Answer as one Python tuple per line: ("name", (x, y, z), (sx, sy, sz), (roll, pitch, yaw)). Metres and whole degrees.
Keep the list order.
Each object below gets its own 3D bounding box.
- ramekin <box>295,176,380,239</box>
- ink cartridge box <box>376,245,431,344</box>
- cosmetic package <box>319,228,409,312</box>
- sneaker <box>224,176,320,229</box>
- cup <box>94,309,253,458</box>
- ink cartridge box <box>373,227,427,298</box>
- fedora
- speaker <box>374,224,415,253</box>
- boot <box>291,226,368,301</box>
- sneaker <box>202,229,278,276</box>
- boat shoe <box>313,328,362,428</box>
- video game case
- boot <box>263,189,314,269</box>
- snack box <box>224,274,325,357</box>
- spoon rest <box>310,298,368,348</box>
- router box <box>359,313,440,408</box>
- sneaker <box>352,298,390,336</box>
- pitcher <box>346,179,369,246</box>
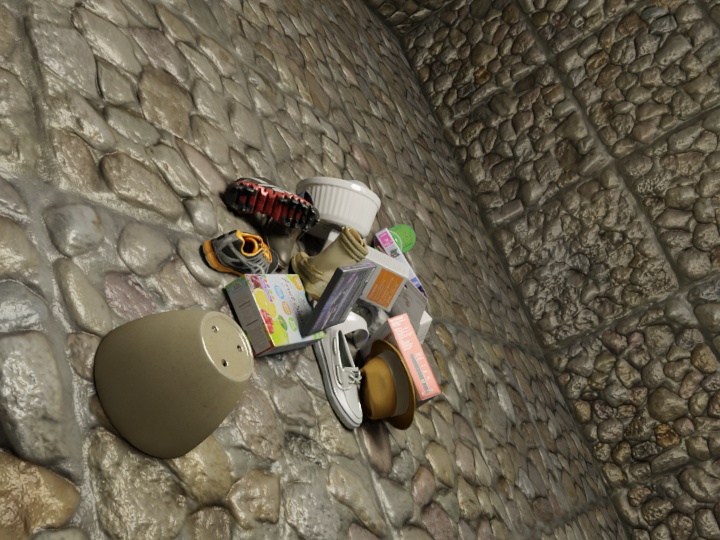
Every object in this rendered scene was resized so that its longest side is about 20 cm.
("ramekin", (-0.060, -0.134, 1.591), (0.202, 0.202, 0.095), (30, 67, -52))
("ink cartridge box", (0.097, 0.060, 1.657), (0.045, 0.177, 0.200), (-19, 53, -31))
("cosmetic package", (0.000, 0.000, 1.550), (0.199, 0.102, 0.071), (25, 22, -5))
("sneaker", (-0.178, -0.144, 1.420), (0.200, 0.071, 0.098), (17, 24, -14))
("cup", (-0.231, 0.132, 0.931), (0.200, 0.143, 0.201), (46, 26, -30))
("ink cartridge box", (0.099, -0.004, 1.720), (0.200, 0.042, 0.119), (56, -5, 7))
("fedora", (0.038, 0.242, 1.414), (0.082, 0.201, 0.201), (-15, 71, -25))
("speaker", (0.104, -0.086, 2.034), (0.089, 0.088, 0.200), (60, 21, 0))
("boot", (-0.065, -0.029, 1.435), (0.073, 0.156, 0.200), (36, 8, -27))
("sneaker", (-0.205, -0.030, 1.287), (0.200, 0.077, 0.079), (9, 52, -65))
("boat shoe", (-0.034, 0.213, 1.372), (0.073, 0.067, 0.201), (5, 58, -64))
("video game case", (-0.038, 0.052, 1.345), (0.019, 0.143, 0.200), (34, 13, 15))
("boot", (-0.148, -0.094, 1.464), (0.075, 0.097, 0.201), (42, 28, -38))
("snack box", (-0.155, 0.079, 1.288), (0.143, 0.053, 0.200), (66, 21, 11))
("spoon rest", (-0.042, 0.112, 1.491), (0.200, 0.060, 0.100), (34, 33, -50))
("router box", (0.079, 0.212, 1.471), (0.049, 0.200, 0.180), (-15, 72, -25))
("sneaker", (0.015, 0.109, 1.628), (0.200, 0.078, 0.099), (45, 8, -32))
("pitcher", (-0.042, -0.143, 1.760), (0.171, 0.121, 0.201), (26, 48, -31))
